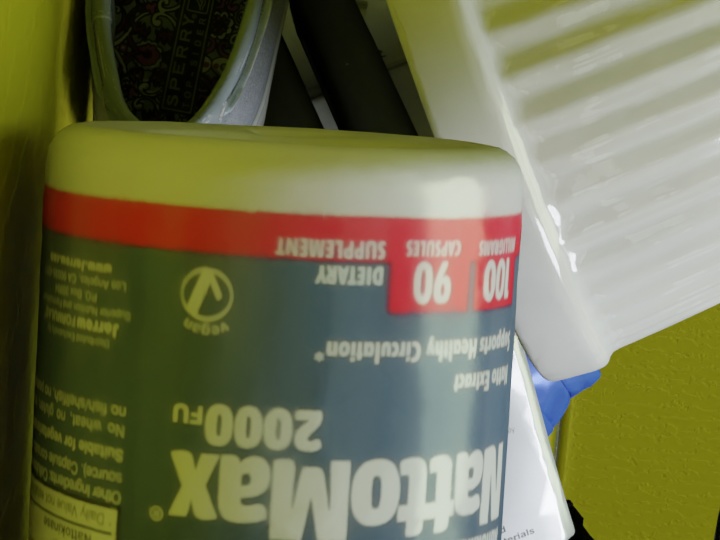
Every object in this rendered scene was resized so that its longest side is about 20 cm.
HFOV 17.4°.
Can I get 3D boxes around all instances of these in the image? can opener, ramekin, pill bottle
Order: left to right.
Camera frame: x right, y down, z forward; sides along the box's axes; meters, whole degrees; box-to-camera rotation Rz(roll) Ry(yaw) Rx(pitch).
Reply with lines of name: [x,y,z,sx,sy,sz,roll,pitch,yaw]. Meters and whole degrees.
pill bottle: [-0.024,0.066,0.596,0.120,0.119,0.201,-76,169,-84]
can opener: [-0.025,-0.081,0.760,0.067,0.052,0.200,76,-7,-58]
ramekin: [0.074,-0.075,0.728,0.200,0.105,0.201,-19,90,-81]

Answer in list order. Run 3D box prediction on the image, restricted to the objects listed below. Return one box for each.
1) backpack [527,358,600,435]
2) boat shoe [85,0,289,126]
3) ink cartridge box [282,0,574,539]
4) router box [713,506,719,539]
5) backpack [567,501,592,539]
backpack: [0.043,0.007,1.259,0.200,0.168,0.163,49,2,3]
boat shoe: [-0.044,-0.122,0.703,0.072,0.070,0.202,104,-8,-78]
ink cartridge box: [0.000,0.000,0.880,0.145,0.084,0.201,-126,-161,-66]
router box: [0.161,0.185,0.952,0.150,0.062,0.201,-57,156,-68]
backpack: [0.021,0.183,0.953,0.163,0.168,0.200,51,46,-23]
